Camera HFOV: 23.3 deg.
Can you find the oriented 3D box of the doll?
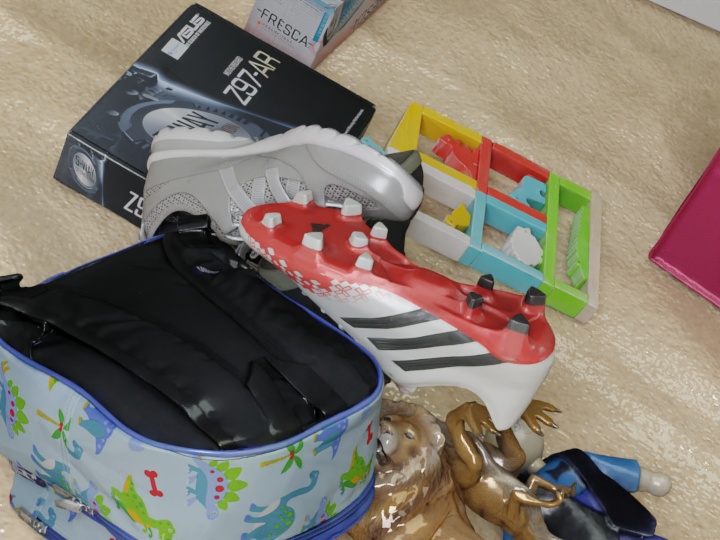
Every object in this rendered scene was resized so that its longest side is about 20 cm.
[{"bbox_3d":[0.153,0.163,1.087,0.136,0.049,0.200,-32,62,-34],"label":"doll"}]

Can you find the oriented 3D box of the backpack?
[{"bbox_3d":[-0.090,0.084,0.944,0.183,0.148,0.200,-21,37,-40],"label":"backpack"}]

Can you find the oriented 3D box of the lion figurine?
[{"bbox_3d":[0.057,0.172,0.984,0.200,0.073,0.123,39,68,5],"label":"lion figurine"}]

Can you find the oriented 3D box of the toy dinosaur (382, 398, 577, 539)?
[{"bbox_3d":[0.063,0.112,1.041,0.200,0.106,0.060,40,43,19],"label":"toy dinosaur"}]

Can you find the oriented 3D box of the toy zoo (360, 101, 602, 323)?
[{"bbox_3d":[0.087,-0.051,1.277,0.199,0.020,0.132,26,40,-13],"label":"toy zoo"}]

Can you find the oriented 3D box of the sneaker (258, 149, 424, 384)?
[{"bbox_3d":[0.000,0.000,1.146,0.200,0.074,0.107,-51,125,-53],"label":"sneaker"}]

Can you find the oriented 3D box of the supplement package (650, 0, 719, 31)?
[{"bbox_3d":[0.347,-0.344,1.636,0.150,0.152,0.200,22,41,-7],"label":"supplement package"}]

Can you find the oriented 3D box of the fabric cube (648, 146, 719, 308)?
[{"bbox_3d":[0.373,-0.068,1.330,0.196,0.200,0.199,36,42,9],"label":"fabric cube"}]

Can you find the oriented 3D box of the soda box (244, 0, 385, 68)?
[{"bbox_3d":[-0.014,-0.236,1.394,0.063,0.069,0.200,32,40,6],"label":"soda box"}]

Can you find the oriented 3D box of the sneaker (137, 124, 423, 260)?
[{"bbox_3d":[-0.051,-0.037,1.070,0.075,0.199,0.082,39,61,-49],"label":"sneaker"}]

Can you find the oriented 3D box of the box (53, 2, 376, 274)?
[{"bbox_3d":[-0.096,-0.091,1.220,0.160,0.044,0.200,30,41,3],"label":"box"}]

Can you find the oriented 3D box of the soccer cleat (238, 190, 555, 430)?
[{"bbox_3d":[0.015,0.023,0.989,0.199,0.086,0.069,23,32,15],"label":"soccer cleat"}]
